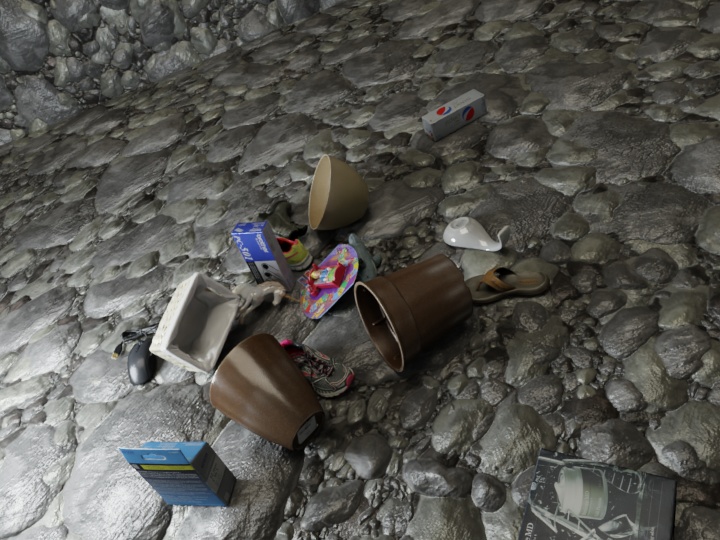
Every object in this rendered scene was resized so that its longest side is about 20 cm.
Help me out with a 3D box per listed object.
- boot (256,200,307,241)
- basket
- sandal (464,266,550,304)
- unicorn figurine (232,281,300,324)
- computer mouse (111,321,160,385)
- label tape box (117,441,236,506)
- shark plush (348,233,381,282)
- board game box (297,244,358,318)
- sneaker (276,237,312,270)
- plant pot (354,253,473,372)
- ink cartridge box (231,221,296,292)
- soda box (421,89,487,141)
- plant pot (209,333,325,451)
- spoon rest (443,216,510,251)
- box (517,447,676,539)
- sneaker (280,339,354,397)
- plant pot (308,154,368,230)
[{"bbox_3d":[-0.206,-0.133,1.719,0.128,0.069,0.200,19,27,10],"label":"boot"},{"bbox_3d":[-0.396,0.129,1.430,0.122,0.135,0.204,-14,50,47],"label":"basket"},{"bbox_3d":[0.312,0.025,1.318,0.195,0.055,0.083,-5,43,20],"label":"sandal"},{"bbox_3d":[-0.274,0.072,1.526,0.197,0.075,0.138,23,62,37],"label":"unicorn figurine"},{"bbox_3d":[-0.584,0.210,1.542,0.137,0.047,0.203,-15,41,7],"label":"computer mouse"},{"bbox_3d":[-0.342,0.369,1.140,0.140,0.203,0.067,-5,40,19],"label":"label tape box"},{"bbox_3d":[0.000,0.000,1.468,0.089,0.084,0.203,-12,42,12],"label":"shark plush"},{"bbox_3d":[-0.089,0.018,1.462,0.200,0.039,0.159,-45,37,14],"label":"board game box"},{"bbox_3d":[-0.227,-0.053,1.626,0.195,0.091,0.079,-3,45,24],"label":"sneaker"},{"bbox_3d":[0.117,0.074,1.265,0.195,0.204,0.200,-26,39,-17],"label":"plant pot"},{"bbox_3d":[-0.242,-0.031,1.522,0.092,0.203,0.045,-1,42,23],"label":"ink cartridge box"},{"bbox_3d":[0.292,-0.482,1.867,0.197,0.064,0.068,-29,40,-8],"label":"soda box"},{"bbox_3d":[-0.171,0.262,1.213,0.198,0.189,0.187,34,64,29],"label":"plant pot"},{"bbox_3d":[0.281,-0.086,1.462,0.099,0.061,0.198,-40,30,-21],"label":"spoon rest"},{"bbox_3d":[0.337,0.393,0.863,0.192,0.125,0.202,4,47,31],"label":"box"},{"bbox_3d":[-0.101,0.210,1.298,0.196,0.076,0.081,13,51,34],"label":"sneaker"},{"bbox_3d":[-0.053,-0.203,1.654,0.131,0.203,0.202,8,36,-19],"label":"plant pot"}]
